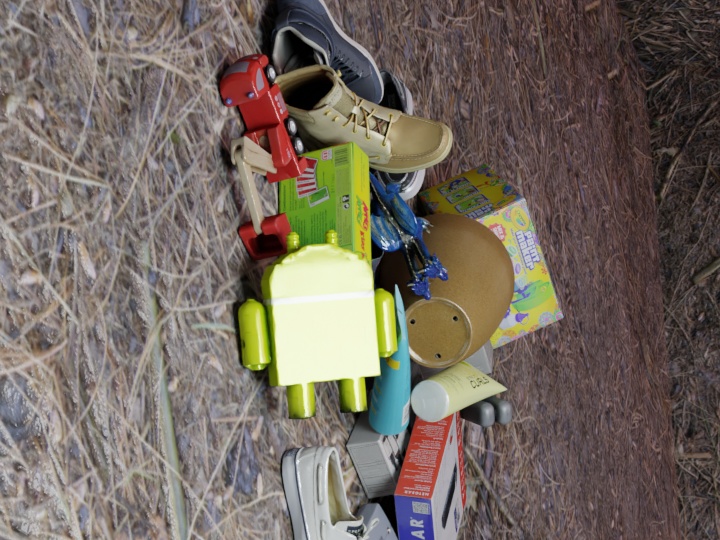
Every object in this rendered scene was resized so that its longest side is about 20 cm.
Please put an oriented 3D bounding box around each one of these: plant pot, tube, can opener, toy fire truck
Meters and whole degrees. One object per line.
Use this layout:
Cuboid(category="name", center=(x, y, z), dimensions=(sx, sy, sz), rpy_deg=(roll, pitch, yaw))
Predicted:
Cuboid(category="plant pot", center=(0.103, 0.046, 1.779), dimensions=(0.200, 0.184, 0.188), rpy_deg=(-67, 140, -69))
Cuboid(category="tube", center=(0.121, 0.145, 1.734), dimensions=(0.200, 0.051, 0.059), rpy_deg=(-12, 83, -65))
Cuboid(category="can opener", center=(0.137, 0.186, 1.847), dimensions=(0.052, 0.200, 0.067), rpy_deg=(-7, 94, -24))
Cuboid(category="tube", center=(0.040, 0.113, 1.622), dimensions=(0.201, 0.050, 0.078), rpy_deg=(94, -12, -46))
Cuboid(category="toy fire truck", center=(-0.114, -0.129, 1.554), dimensions=(0.141, 0.048, 0.202), rpy_deg=(-57, 131, -58))

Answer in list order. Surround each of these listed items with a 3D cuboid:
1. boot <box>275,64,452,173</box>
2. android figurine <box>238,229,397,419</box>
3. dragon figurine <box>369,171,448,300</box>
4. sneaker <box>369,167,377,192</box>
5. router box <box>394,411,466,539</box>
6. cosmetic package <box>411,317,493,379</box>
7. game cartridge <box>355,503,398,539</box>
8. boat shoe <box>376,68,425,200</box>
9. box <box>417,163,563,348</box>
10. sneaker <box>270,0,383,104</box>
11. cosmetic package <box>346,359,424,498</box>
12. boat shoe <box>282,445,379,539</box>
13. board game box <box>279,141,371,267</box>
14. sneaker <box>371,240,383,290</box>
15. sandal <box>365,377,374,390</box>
Cuboid(category="boot", center=(0.001, -0.182, 1.643), dimensions=(0.156, 0.198, 0.074), rpy_deg=(49, 55, -64))
Cuboid(category="android figurine", center=(-0.044, 0.057, 1.501), dimensions=(0.041, 0.180, 0.203), rpy_deg=(169, -85, -68))
Cuboid(category="dragon figurine", center=(0.040, -0.060, 1.663), dimensions=(0.201, 0.059, 0.100), rpy_deg=(54, 13, -10))
Cuboid(category="sneaker", center=(-0.009, -0.157, 1.786), dimensions=(0.201, 0.077, 0.070), rpy_deg=(-80, 149, -42))
Cuboid(category="router box", center=(0.092, 0.290, 1.770), dimensions=(0.180, 0.048, 0.202), rpy_deg=(-70, 159, -47))
Cuboid(category="cosmetic package", center=(0.110, 0.053, 1.931), dimensions=(0.090, 0.106, 0.202), rpy_deg=(-65, 141, -71))
Cuboid(category="game cartridge", center=(0.026, 0.391, 1.663), dimensions=(0.133, 0.040, 0.202), rpy_deg=(-51, 126, -58))
Cuboid(category="boat shoe", center=(0.045, -0.195, 1.948), dimensions=(0.068, 0.071, 0.202), rpy_deg=(49, 34, -54))
Cuboid(category="box", center=(0.192, -0.025, 2.062), dimensions=(0.193, 0.121, 0.202), rpy_deg=(-124, -168, -68))
Cuboid(category="sneaker", center=(-0.042, -0.250, 1.724), dimensions=(0.203, 0.076, 0.147), rpy_deg=(48, 25, -29))
Cuboid(category="cosmetic package", center=(0.042, 0.196, 1.775), dimensions=(0.200, 0.050, 0.083), rpy_deg=(-63, 137, -57))
Cuboid(category="boat shoe", center=(-0.021, 0.290, 1.526), dimensions=(0.074, 0.085, 0.205), rpy_deg=(-14, 92, -68))
Cuboid(category="board game box", center=(-0.042, -0.042, 1.618), dimensions=(0.048, 0.100, 0.202), rpy_deg=(39, 44, -56))
Cuboid(category="sneaker", center=(0.000, 0.000, 1.723), dimensions=(0.201, 0.084, 0.076), rpy_deg=(56, 31, -44))
Cuboid(category="sandal", center=(-0.018, 0.097, 1.658), dimensions=(0.200, 0.075, 0.043), rpy_deg=(55, 27, -65))
